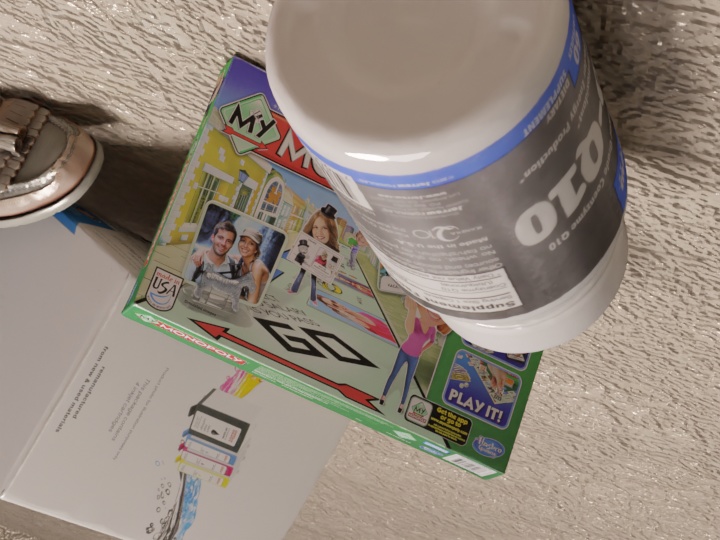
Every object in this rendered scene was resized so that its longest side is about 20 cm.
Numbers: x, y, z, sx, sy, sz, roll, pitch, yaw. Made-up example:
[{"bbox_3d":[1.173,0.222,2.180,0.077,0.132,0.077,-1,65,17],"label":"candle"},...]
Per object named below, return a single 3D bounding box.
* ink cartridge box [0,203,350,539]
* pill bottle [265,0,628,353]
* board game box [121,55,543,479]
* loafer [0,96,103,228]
[{"bbox_3d":[-0.129,0.068,1.020,0.199,0.146,0.147,28,-176,-42],"label":"ink cartridge box"},{"bbox_3d":[0.045,-0.048,0.683,0.113,0.115,0.200,12,160,24],"label":"pill bottle"},{"bbox_3d":[0.000,0.000,0.833,0.198,0.136,0.029,25,161,-13],"label":"board game box"},{"bbox_3d":[-0.232,-0.071,0.997,0.199,0.072,0.063,7,149,44],"label":"loafer"}]
